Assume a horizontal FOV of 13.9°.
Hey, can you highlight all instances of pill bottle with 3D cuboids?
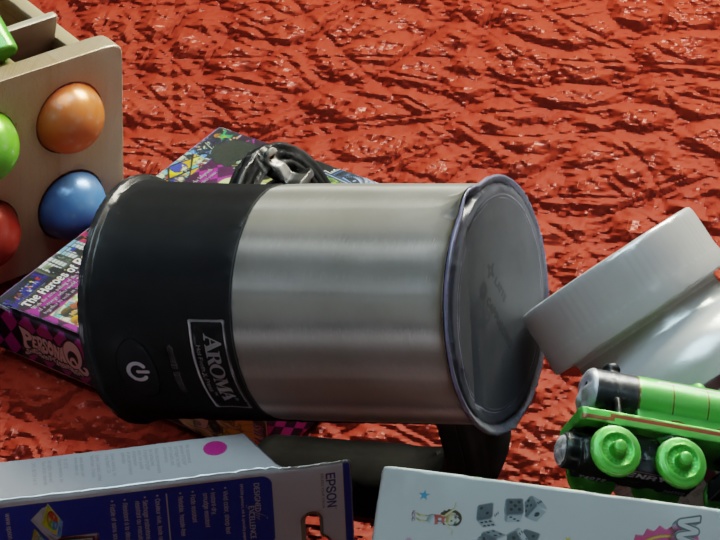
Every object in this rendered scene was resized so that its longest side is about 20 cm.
[{"bbox_3d":[0.164,0.079,1.303,0.109,0.110,0.200,-30,85,-34],"label":"pill bottle"}]

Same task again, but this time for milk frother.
[{"bbox_3d":[0.000,0.000,1.386,0.187,0.181,0.201,1,53,25],"label":"milk frother"}]

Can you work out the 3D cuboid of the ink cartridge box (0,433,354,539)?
[{"bbox_3d":[-0.103,0.126,1.347,0.199,0.095,0.037,-5,35,-4],"label":"ink cartridge box"}]

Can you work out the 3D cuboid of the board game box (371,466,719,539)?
[{"bbox_3d":[0.110,0.124,1.158,0.199,0.065,0.148,7,-7,8],"label":"board game box"}]

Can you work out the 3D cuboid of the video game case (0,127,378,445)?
[{"bbox_3d":[-0.062,0.008,1.560,0.181,0.036,0.200,21,42,28],"label":"video game case"}]

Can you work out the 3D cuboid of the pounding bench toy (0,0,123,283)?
[{"bbox_3d":[-0.212,-0.109,1.582,0.124,0.201,0.156,-22,41,-31],"label":"pounding bench toy"}]

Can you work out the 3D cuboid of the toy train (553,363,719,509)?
[{"bbox_3d":[0.176,0.079,1.228,0.199,0.042,0.057,11,63,-12],"label":"toy train"}]
